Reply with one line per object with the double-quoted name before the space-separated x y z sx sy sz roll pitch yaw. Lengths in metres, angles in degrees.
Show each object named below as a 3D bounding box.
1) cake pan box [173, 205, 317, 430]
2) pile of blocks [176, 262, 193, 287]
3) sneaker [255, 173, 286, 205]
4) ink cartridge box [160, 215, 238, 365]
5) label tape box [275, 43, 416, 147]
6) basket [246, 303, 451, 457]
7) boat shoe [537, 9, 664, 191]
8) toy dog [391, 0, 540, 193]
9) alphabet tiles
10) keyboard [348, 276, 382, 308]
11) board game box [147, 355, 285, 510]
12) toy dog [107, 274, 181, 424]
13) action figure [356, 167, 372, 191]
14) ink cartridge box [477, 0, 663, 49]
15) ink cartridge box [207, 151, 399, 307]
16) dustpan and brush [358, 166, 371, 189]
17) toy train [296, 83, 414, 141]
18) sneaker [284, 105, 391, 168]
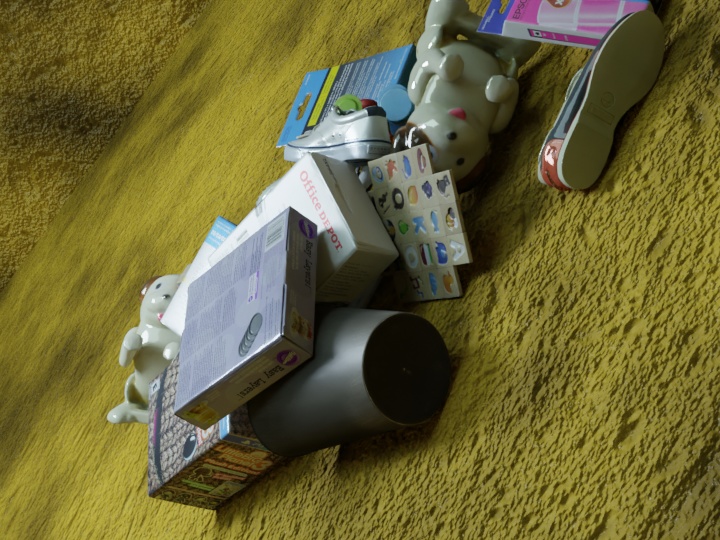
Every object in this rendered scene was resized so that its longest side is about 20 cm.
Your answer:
"cake pan box" -0.125 0.049 1.483 0.184 0.052 0.201 -35 37 30
"pile of blocks" -0.171 0.027 1.865 0.062 0.200 0.083 -17 79 24
"sneaker" -0.065 -0.124 1.959 0.200 0.069 0.100 -49 34 17
"ink cartridge box" -0.180 0.046 1.776 0.068 0.115 0.201 30 90 45
"label tape box" -0.006 -0.223 1.894 0.199 0.063 0.145 -8 50 40
"basket" -0.008 0.110 1.428 0.199 0.136 0.181 -11 45 56
"boat shoe" 0.240 -0.172 1.373 0.202 0.071 0.062 -63 20 -5
"toy dog" 0.102 -0.190 1.578 0.194 0.139 0.201 -43 25 50
"alphabet tiles" 0.060 -0.049 1.513 0.199 0.006 0.168 -9 94 62
"keyboard" 0.000 0.000 1.665 0.201 0.056 0.011 -61 -19 -10
"board game box" -0.171 0.176 1.657 0.200 0.096 0.161 -40 44 41
"toy dog" -0.254 0.106 1.892 0.194 0.138 0.202 -22 -61 -64
"action figure" -0.044 -0.066 1.763 0.117 0.103 0.201 1 41 15
"ink cartridge box" 0.225 -0.292 1.474 0.198 0.037 0.095 14 68 33
"ink cartridge box" -0.068 -0.016 1.583 0.200 0.084 0.147 -43 58 27
"dustpan and brush" -0.029 -0.068 1.682 0.139 0.057 0.201 27 88 35
"toy train" -0.008 -0.188 1.729 0.198 0.116 0.086 -3 76 18
"sneaker" -0.024 -0.163 1.654 0.199 0.072 0.072 2 86 53
